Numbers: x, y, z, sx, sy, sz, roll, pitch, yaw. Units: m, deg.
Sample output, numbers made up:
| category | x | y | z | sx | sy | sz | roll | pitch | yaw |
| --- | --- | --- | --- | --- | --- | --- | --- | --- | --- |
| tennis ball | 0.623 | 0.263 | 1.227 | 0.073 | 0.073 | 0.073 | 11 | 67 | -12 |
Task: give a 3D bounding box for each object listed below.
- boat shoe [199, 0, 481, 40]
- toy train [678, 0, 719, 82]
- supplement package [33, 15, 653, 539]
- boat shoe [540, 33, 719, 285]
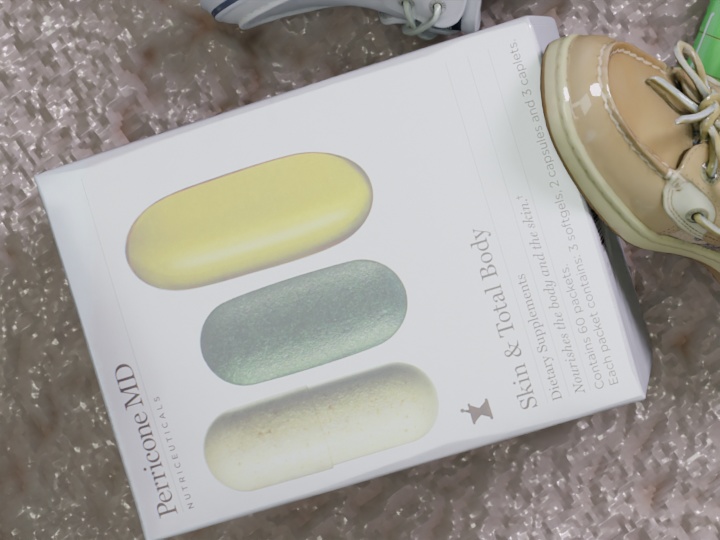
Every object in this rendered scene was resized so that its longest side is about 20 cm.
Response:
| category | x | y | z | sx | sy | sz | roll | pitch | yaw |
| --- | --- | --- | --- | --- | --- | --- | --- | --- | --- |
| boat shoe | 0.032 | -0.127 | 1.123 | 0.199 | 0.074 | 0.067 | -19 | 89 | 8 |
| toy train | 0.169 | -0.110 | 1.125 | 0.056 | 0.042 | 0.201 | 23 | 97 | 15 |
| supplement package | 0.000 | 0.000 | 1.099 | 0.199 | 0.151 | 0.153 | -17 | 92 | 9 |
| boat shoe | 0.143 | -0.037 | 1.046 | 0.062 | 0.200 | 0.074 | -20 | 55 | 37 |
